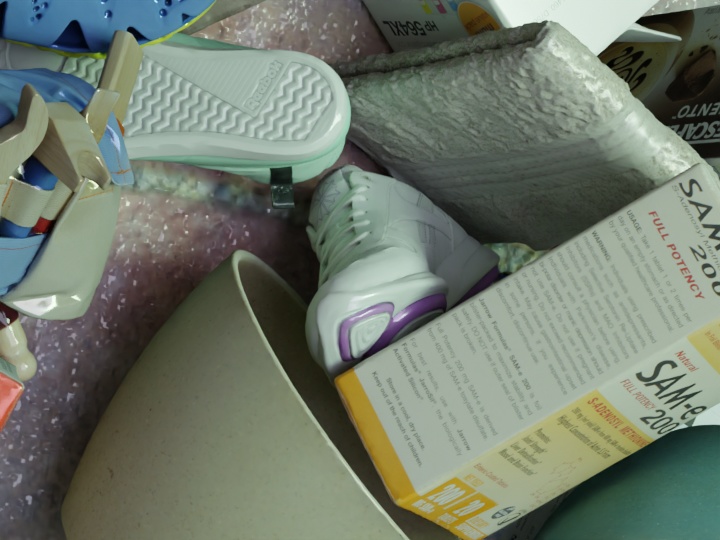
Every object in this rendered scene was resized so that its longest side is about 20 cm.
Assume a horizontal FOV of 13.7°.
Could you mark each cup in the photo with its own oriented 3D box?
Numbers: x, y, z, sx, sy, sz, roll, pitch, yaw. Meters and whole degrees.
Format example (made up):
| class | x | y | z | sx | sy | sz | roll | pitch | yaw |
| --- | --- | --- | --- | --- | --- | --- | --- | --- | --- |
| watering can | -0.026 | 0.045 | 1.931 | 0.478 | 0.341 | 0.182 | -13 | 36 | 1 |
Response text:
| class | x | y | z | sx | sy | sz | roll | pitch | yaw |
| --- | --- | --- | --- | --- | --- | --- | --- | --- | --- |
| cup | -0.057 | 0.112 | 1.437 | 0.143 | 0.200 | 0.200 | -36 | 113 | 7 |

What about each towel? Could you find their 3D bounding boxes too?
| class | x | y | z | sx | sy | sz | roll | pitch | yaw |
| --- | --- | --- | --- | --- | --- | --- | --- | --- | --- |
| towel | 0.071 | -0.063 | 1.475 | 0.132 | 0.200 | 0.035 | 40 | 64 | -26 |

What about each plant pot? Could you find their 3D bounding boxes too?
| class | x | y | z | sx | sy | sz | roll | pitch | yaw |
| --- | --- | --- | --- | --- | --- | --- | --- | --- | --- |
| plant pot | 0.175 | 0.157 | 1.518 | 0.200 | 0.200 | 0.135 | 45 | 38 | -25 |

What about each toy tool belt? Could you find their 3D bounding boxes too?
| class | x | y | z | sx | sy | sz | roll | pitch | yaw |
| --- | --- | --- | --- | --- | --- | --- | --- | --- | --- |
| toy tool belt | -0.167 | -0.053 | 1.294 | 0.123 | 0.125 | 0.200 | -63 | 158 | 14 |

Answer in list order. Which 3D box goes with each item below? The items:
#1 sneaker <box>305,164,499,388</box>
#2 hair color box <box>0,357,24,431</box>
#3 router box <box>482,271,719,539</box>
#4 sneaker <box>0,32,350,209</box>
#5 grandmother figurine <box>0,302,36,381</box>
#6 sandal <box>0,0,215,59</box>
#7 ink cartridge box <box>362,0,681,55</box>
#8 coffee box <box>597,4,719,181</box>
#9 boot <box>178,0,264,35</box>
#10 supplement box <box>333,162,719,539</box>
| class | x | y | z | sx | sy | sz | roll | pitch | yaw |
| --- | --- | --- | --- | --- | --- | --- | --- | --- | --- |
| sneaker | 0.000 | 0.000 | 1.462 | 0.100 | 0.200 | 0.075 | 44 | 105 | 6 |
| hair color box | -0.248 | 0.021 | 1.313 | 0.200 | 0.111 | 0.064 | 30 | 88 | -9 |
| router box | 0.106 | 0.130 | 1.595 | 0.179 | 0.049 | 0.200 | 35 | 77 | -27 |
| sneaker | -0.102 | -0.076 | 1.449 | 0.200 | 0.118 | 0.074 | 10 | 82 | 6 |
| grandmother figurine | -0.212 | 0.031 | 1.405 | 0.121 | 0.060 | 0.201 | 2 | 90 | -38 |
| sandal | -0.156 | -0.135 | 1.357 | 0.199 | 0.087 | 0.080 | -7 | 87 | 0 |
| ink cartridge box | 0.067 | -0.181 | 1.502 | 0.125 | 0.128 | 0.200 | -40 | 111 | -21 |
| coffee box | 0.178 | -0.070 | 1.526 | 0.080 | 0.200 | 0.113 | 45 | 66 | -25 |
| boot | -0.120 | -0.181 | 1.430 | 0.200 | 0.072 | 0.167 | -25 | 112 | -17 |
| supplement box | 0.103 | 0.043 | 1.409 | 0.200 | 0.126 | 0.074 | -31 | 69 | 9 |
